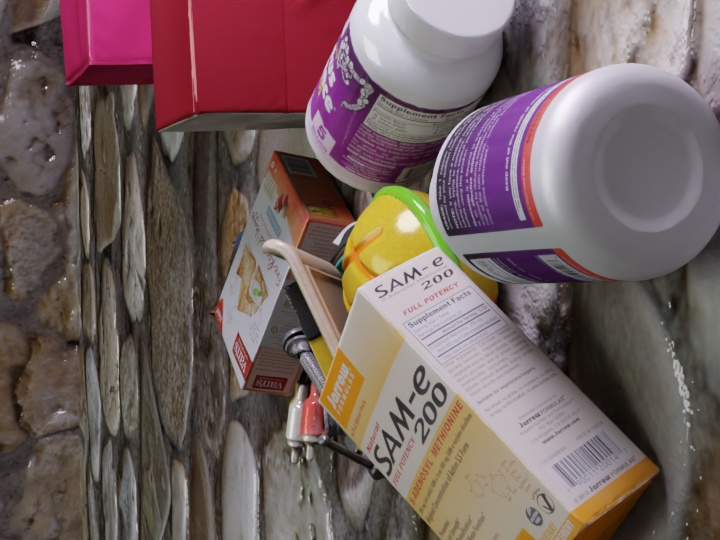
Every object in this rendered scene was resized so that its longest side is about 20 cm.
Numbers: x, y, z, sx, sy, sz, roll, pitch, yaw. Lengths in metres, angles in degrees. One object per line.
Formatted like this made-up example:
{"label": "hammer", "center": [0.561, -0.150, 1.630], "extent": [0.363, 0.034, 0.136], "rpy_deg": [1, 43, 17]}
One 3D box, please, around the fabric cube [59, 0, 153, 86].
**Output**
{"label": "fabric cube", "center": [-0.250, -0.331, 1.644], "extent": [0.196, 0.200, 0.200], "rpy_deg": [-178, 84, -69]}

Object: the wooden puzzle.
{"label": "wooden puzzle", "center": [-0.006, 0.071, 1.040], "extent": [0.200, 0.037, 0.185], "rpy_deg": [60, -175, 8]}

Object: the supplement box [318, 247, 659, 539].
{"label": "supplement box", "center": [0.072, 0.102, 0.861], "extent": [0.200, 0.073, 0.126], "rpy_deg": [46, 143, 23]}

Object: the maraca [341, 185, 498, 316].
{"label": "maraca", "center": [0.048, 0.035, 0.997], "extent": [0.137, 0.107, 0.200], "rpy_deg": [12, 119, 69]}

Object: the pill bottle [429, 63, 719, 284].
{"label": "pill bottle", "center": [0.112, -0.049, 0.787], "extent": [0.200, 0.112, 0.113], "rpy_deg": [177, 90, -70]}

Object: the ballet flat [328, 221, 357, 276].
{"label": "ballet flat", "center": [0.000, 0.000, 1.187], "extent": [0.200, 0.068, 0.069], "rpy_deg": [114, 160, -51]}

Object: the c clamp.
{"label": "c clamp", "center": [-0.011, 0.111, 1.139], "extent": [0.027, 0.171, 0.200], "rpy_deg": [-42, 40, 6]}

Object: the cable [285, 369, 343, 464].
{"label": "cable", "center": [-0.050, 0.089, 1.355], "extent": [0.097, 0.050, 0.201], "rpy_deg": [166, 100, -73]}

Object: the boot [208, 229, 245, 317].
{"label": "boot", "center": [-0.120, 0.012, 1.555], "extent": [0.200, 0.075, 0.097], "rpy_deg": [151, 137, -74]}

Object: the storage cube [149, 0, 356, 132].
{"label": "storage cube", "center": [-0.095, -0.223, 1.261], "extent": [0.200, 0.171, 0.180], "rpy_deg": [-176, 83, -70]}

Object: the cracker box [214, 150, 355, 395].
{"label": "cracker box", "center": [-0.077, 0.003, 1.352], "extent": [0.200, 0.058, 0.134], "rpy_deg": [-68, 28, 26]}

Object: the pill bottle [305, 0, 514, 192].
{"label": "pill bottle", "center": [0.036, -0.147, 0.991], "extent": [0.200, 0.112, 0.113], "rpy_deg": [124, 139, -59]}
